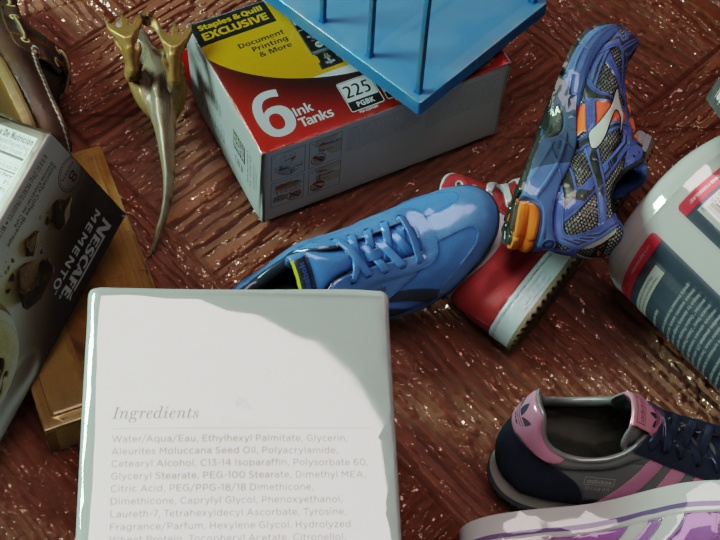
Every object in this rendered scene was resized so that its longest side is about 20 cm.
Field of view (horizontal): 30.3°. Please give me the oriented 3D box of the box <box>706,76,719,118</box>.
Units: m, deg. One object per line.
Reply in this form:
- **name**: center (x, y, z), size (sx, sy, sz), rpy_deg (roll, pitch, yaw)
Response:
- **box**: center (0.325, -0.048, 0.823), size (0.199, 0.048, 0.159), rpy_deg (22, 30, -25)

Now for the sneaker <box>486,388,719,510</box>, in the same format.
- **sneaker**: center (0.183, 0.113, 0.828), size (0.198, 0.082, 0.071), rpy_deg (2, 47, -10)

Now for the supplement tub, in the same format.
- **supplement tub**: center (0.273, 0.020, 0.864), size (0.140, 0.141, 0.200), rpy_deg (-32, 66, -22)

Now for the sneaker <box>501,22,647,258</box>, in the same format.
- **sneaker**: center (0.155, -0.082, 0.885), size (0.078, 0.076, 0.201), rpy_deg (22, 59, 3)

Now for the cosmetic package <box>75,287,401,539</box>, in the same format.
- **cosmetic package**: center (-0.070, 0.131, 0.735), size (0.163, 0.165, 0.202), rpy_deg (1, 67, -8)

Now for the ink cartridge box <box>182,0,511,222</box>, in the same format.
- **ink cartridge box**: center (-0.021, -0.156, 0.986), size (0.199, 0.084, 0.176), rpy_deg (-22, 61, -17)

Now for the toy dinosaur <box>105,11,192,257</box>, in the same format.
- **toy dinosaur**: center (-0.142, -0.124, 0.955), size (0.060, 0.107, 0.201), rpy_deg (-9, 52, -6)

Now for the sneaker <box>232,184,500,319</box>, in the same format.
- **sneaker**: center (0.000, 0.000, 0.859), size (0.199, 0.078, 0.066), rpy_deg (-26, 76, 2)

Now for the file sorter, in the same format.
- **file sorter**: center (0.017, -0.236, 0.918), size (0.200, 0.123, 0.139), rpy_deg (39, 63, 21)

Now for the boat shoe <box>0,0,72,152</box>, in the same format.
- **boat shoe**: center (-0.245, -0.149, 0.959), size (0.070, 0.071, 0.200), rpy_deg (-19, 51, -24)

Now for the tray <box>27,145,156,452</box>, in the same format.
- **tray**: center (-0.191, 0.013, 0.894), size (0.098, 0.037, 0.201), rpy_deg (-18, 62, -15)

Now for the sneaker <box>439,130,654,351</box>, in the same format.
- **sneaker**: center (0.118, -0.049, 0.937), size (0.112, 0.071, 0.200), rpy_deg (35, 64, 13)

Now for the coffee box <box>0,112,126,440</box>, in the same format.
- **coffee box**: center (-0.240, 0.014, 0.810), size (0.079, 0.113, 0.201), rpy_deg (20, 72, 23)

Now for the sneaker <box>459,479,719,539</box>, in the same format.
- **sneaker**: center (0.163, 0.192, 0.772), size (0.199, 0.073, 0.115), rpy_deg (-12, 57, 4)
